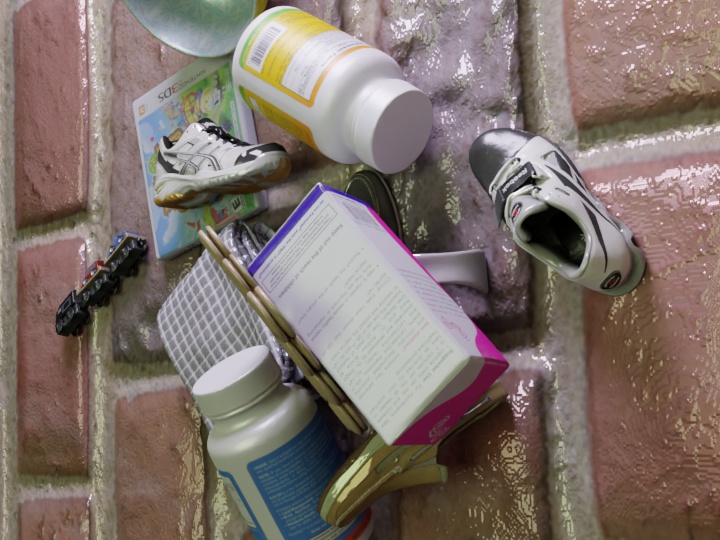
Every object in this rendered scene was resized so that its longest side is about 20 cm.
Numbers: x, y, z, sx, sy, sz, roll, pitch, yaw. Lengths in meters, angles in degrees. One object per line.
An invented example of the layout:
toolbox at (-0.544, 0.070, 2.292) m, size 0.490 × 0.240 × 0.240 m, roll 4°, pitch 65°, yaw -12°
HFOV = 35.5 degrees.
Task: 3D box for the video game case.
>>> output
video game case at (-0.187, -0.135, 1.286) m, size 0.181 × 0.022 × 0.203 m, roll -23°, pitch 72°, yaw 38°

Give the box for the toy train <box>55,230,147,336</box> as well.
toy train at (-0.322, 0.013, 1.389) m, size 0.200 × 0.034 × 0.046 m, roll -42°, pitch 49°, yaw 32°

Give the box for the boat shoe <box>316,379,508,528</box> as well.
boat shoe at (0.049, 0.161, 0.990) m, size 0.076 × 0.072 × 0.200 m, roll 43°, pitch 89°, yaw 13°

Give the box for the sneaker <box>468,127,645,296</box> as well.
sneaker at (0.148, -0.059, 0.944) m, size 0.200 × 0.088 × 0.075 m, roll 47°, pitch 117°, yaw 35°

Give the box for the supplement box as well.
supplement box at (0.015, 0.038, 0.939) m, size 0.104 × 0.101 × 0.200 m, roll -48°, pitch 65°, yaw 12°

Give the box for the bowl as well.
bowl at (-0.168, -0.345, 1.211) m, size 0.197 × 0.108 × 0.202 m, roll 20°, pitch 136°, yaw 21°

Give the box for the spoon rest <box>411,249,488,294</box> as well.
spoon rest at (0.015, 0.010, 1.027) m, size 0.197 × 0.061 × 0.101 m, roll -9°, pitch 78°, yaw 17°

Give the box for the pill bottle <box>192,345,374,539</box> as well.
pill bottle at (-0.075, 0.177, 1.053) m, size 0.111 × 0.112 × 0.202 m, roll -14°, pitch 109°, yaw 39°

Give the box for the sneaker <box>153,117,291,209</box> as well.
sneaker at (-0.155, -0.123, 1.192) m, size 0.198 × 0.075 × 0.089 m, roll -8°, pitch 81°, yaw 40°

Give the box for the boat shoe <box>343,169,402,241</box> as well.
boat shoe at (0.000, 0.000, 1.088) m, size 0.066 × 0.057 × 0.204 m, roll -7°, pitch 82°, yaw 40°

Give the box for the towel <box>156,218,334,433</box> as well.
towel at (-0.123, 0.072, 1.173) m, size 0.166 × 0.085 × 0.202 m, roll -46°, pitch 59°, yaw 30°

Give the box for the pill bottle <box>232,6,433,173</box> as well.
pill bottle at (-0.025, -0.172, 1.087) m, size 0.199 × 0.110 × 0.113 m, roll 35°, pitch 109°, yaw 37°

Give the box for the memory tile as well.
memory tile at (-0.067, 0.054, 0.968) m, size 0.017 × 0.201 × 0.153 m, roll -38°, pitch 45°, yaw -5°
